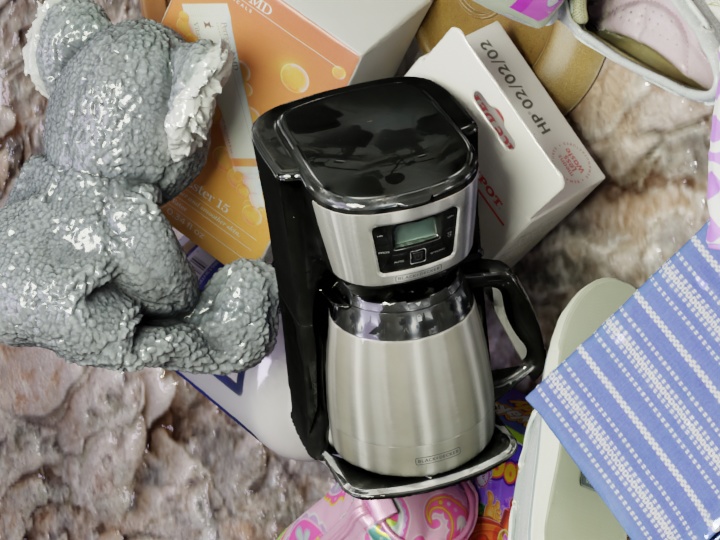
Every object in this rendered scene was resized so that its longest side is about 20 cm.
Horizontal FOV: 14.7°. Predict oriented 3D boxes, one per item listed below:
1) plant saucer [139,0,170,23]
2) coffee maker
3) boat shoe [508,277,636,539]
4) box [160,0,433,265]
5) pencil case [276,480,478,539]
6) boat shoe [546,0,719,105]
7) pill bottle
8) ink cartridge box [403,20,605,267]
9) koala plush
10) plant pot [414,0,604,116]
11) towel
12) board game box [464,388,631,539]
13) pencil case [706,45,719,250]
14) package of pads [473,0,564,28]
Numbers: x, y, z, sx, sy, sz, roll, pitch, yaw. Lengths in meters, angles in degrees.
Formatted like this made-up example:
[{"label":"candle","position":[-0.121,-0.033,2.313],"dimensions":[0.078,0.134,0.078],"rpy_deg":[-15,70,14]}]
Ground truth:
[{"label":"plant saucer","position":[-0.128,-0.237,1.860],"dimensions":[0.200,0.032,0.201],"rpy_deg":[-3,-90,-89]},{"label":"coffee maker","position":[0.000,0.000,1.574],"dimensions":[0.192,0.135,0.200],"rpy_deg":[25,132,42]},{"label":"boat shoe","position":[0.116,0.098,1.551],"dimensions":[0.072,0.070,0.201],"rpy_deg":[-40,30,53]},{"label":"box","position":[-0.060,-0.114,1.715],"dimensions":[0.124,0.097,0.200],"rpy_deg":[35,131,9]},{"label":"pencil case","position":[-0.007,0.177,1.719],"dimensions":[0.200,0.087,0.088],"rpy_deg":[-46,60,49]},{"label":"boat shoe","position":[0.146,-0.145,1.505],"dimensions":[0.202,0.065,0.075],"rpy_deg":[42,123,36]},{"label":"pill bottle","position":[-0.040,0.053,1.792],"dimensions":[0.200,0.119,0.120],"rpy_deg":[36,125,47]},{"label":"ink cartridge box","position":[0.064,-0.061,1.628],"dimensions":[0.115,0.068,0.200],"rpy_deg":[56,145,8]},{"label":"koala plush","position":[-0.142,-0.056,1.638],"dimensions":[0.177,0.184,0.200],"rpy_deg":[26,107,39]},{"label":"plant pot","position":[0.079,-0.181,1.647],"dimensions":[0.200,0.027,0.201],"rpy_deg":[19,113,54]},{"label":"towel","position":[0.190,0.047,1.450],"dimensions":[0.200,0.024,0.145],"rpy_deg":[-45,53,13]},{"label":"board game box","position":[0.101,0.153,1.670],"dimensions":[0.200,0.045,0.135],"rpy_deg":[28,119,50]},{"label":"pencil case","position":[0.218,-0.099,1.389],"dimensions":[0.085,0.084,0.201],"rpy_deg":[-153,65,-77]},{"label":"package of pads","position":[0.088,-0.235,1.446],"dimensions":[0.200,0.154,0.068],"rpy_deg":[-55,49,14]}]
